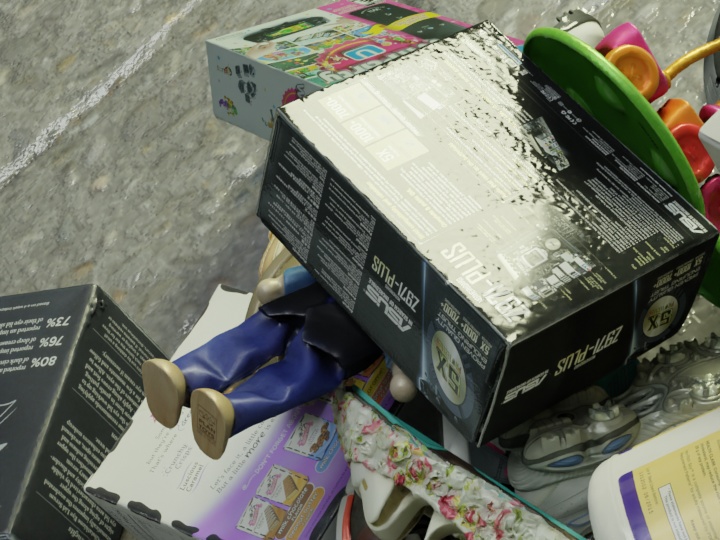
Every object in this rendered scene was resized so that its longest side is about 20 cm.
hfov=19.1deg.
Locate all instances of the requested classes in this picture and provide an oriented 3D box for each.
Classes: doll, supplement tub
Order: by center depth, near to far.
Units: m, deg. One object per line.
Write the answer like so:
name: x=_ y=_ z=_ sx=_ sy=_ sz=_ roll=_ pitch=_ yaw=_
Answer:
supplement tub: x=0.230 y=0.125 z=1.073 sx=0.199 sy=0.146 sz=0.146 roll=-26 pitch=43 yaw=15
doll: x=-0.020 y=0.038 z=1.200 sx=0.199 sy=0.049 sz=0.136 roll=-31 pitch=44 yaw=-35

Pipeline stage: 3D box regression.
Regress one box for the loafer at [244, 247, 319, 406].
loafer: x=0.000 y=0.000 z=1.295 sx=0.067 sy=0.076 sz=0.201 roll=16 pitch=68 yaw=45

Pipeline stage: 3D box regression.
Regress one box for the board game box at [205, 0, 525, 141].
board game box: x=0.010 y=-0.125 z=1.451 sx=0.147 sy=0.065 sz=0.199 roll=-21 pitch=30 yaw=-31

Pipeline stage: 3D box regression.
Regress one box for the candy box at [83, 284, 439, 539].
candy box: x=-0.050 y=0.112 z=1.345 sx=0.199 sy=0.072 sz=0.168 roll=15 pitch=65 yaw=43

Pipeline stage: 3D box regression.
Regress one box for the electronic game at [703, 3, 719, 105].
electronic game: x=0.297 y=-0.156 z=1.327 sx=0.199 sy=0.042 sz=0.201 roll=-28 pitch=45 yaw=33

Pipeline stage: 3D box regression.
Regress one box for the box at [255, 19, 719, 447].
box: x=0.068 y=-0.026 z=1.186 sx=0.163 sy=0.087 sz=0.200 roll=-26 pitch=58 yaw=-33

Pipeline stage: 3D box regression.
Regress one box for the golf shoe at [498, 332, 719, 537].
golf shoe: x=0.175 y=0.098 z=1.196 sx=0.198 sy=0.098 sz=0.078 roll=-14 pitch=22 yaw=-10

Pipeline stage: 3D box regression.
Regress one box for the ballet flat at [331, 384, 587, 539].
ballet flat: x=0.042 y=0.130 z=1.159 sx=0.199 sy=0.076 sz=0.064 roll=32 pitch=78 yaw=38

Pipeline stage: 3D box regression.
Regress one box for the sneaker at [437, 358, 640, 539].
sneaker: x=0.112 y=0.088 z=1.243 sx=0.120 sy=0.084 sz=0.202 roll=-13 pitch=63 yaw=16

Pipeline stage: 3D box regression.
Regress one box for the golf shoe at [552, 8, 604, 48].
golf shoe: x=0.135 y=-0.065 z=1.340 sx=0.094 sy=0.078 sz=0.202 roll=10 pitch=76 yaw=32

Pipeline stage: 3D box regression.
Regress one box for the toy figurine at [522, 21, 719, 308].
toy figurine: x=0.224 y=-0.110 z=1.237 sx=0.184 sy=0.201 sz=0.150 roll=-38 pitch=4 yaw=-11

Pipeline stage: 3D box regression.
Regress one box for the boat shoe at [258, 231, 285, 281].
boat shoe: x=-0.023 y=-0.020 z=1.408 sx=0.069 sy=0.074 sz=0.200 roll=-22 pitch=13 yaw=31

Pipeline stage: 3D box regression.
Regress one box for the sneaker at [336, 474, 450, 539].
sneaker: x=0.039 y=0.182 z=1.201 sx=0.082 sy=0.077 sz=0.202 roll=-37 pitch=46 yaw=45

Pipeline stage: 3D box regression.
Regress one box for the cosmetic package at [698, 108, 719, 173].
cosmetic package: x=0.273 y=-0.032 z=1.134 sx=0.108 sy=0.200 sz=0.085 roll=-44 pitch=43 yaw=-8

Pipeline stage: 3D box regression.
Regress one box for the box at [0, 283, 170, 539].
box: x=-0.233 y=0.123 z=1.444 sx=0.147 sy=0.104 sz=0.201 roll=-7 pitch=52 yaw=32
